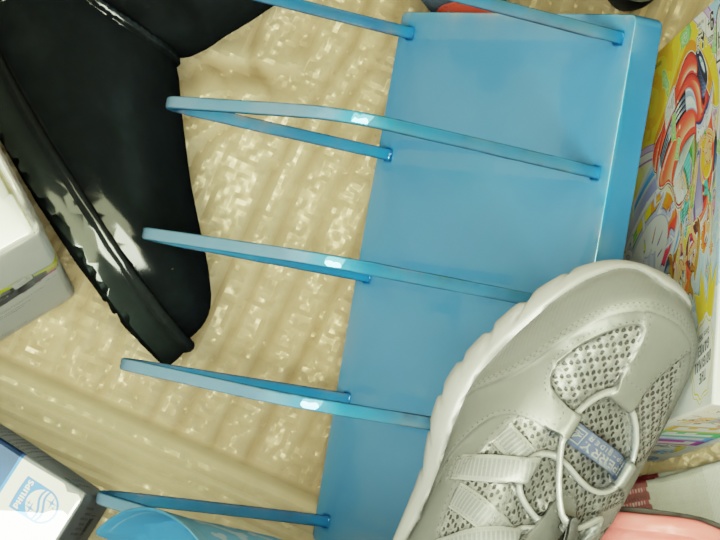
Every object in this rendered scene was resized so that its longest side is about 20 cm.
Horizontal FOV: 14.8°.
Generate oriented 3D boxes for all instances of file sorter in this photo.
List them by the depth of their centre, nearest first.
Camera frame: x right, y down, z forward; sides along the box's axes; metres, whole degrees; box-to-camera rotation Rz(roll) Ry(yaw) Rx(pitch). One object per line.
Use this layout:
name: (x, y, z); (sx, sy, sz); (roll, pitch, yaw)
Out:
file sorter: (0.000, 0.000, 0.952); (0.122, 0.138, 0.201); (11, 88, -35)

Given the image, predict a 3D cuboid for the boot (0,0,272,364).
boot: (-0.061, -0.089, 1.028); (0.168, 0.076, 0.201); (-32, 79, -3)

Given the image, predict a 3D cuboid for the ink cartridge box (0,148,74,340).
ink cartridge box: (-0.160, -0.037, 0.955); (0.068, 0.200, 0.116); (-30, 83, -6)

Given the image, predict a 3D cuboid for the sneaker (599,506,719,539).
sneaker: (0.140, 0.154, 0.940); (0.200, 0.074, 0.087); (30, 74, -25)

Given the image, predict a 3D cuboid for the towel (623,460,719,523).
towel: (0.150, 0.140, 1.030); (0.199, 0.023, 0.145); (-13, 84, -2)

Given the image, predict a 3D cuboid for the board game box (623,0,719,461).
board game box: (0.115, -0.009, 0.959); (0.034, 0.200, 0.135); (4, 81, -7)

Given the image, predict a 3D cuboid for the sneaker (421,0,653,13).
sneaker: (0.109, -0.150, 1.049); (0.199, 0.075, 0.085); (-33, 84, 3)

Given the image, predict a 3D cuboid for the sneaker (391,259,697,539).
sneaker: (0.051, 0.092, 0.860); (0.075, 0.082, 0.201); (30, 93, -33)

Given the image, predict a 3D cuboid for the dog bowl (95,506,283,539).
dog bowl: (-0.070, 0.148, 0.880); (0.049, 0.200, 0.112); (1, 63, -37)

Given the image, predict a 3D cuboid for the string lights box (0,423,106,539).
string lights box: (-0.190, 0.051, 0.989); (0.199, 0.103, 0.059); (32, 85, 4)
